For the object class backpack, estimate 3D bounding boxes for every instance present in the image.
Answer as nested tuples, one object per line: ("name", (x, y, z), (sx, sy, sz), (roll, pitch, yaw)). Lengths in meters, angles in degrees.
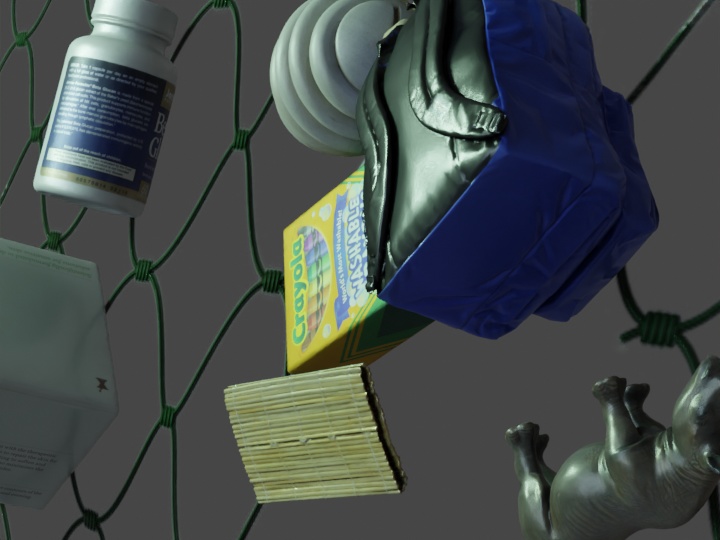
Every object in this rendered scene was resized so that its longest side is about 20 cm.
("backpack", (0.084, -0.075, 1.077), (0.163, 0.167, 0.201), (-46, 37, 33))

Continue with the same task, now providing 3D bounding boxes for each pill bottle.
("pill bottle", (-0.240, -0.160, 1.683), (0.111, 0.111, 0.201), (9, 84, 58))

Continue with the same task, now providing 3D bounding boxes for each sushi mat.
("sushi mat", (-0.038, 0.123, 1.291), (0.200, 0.012, 0.096), (-14, 94, 55))

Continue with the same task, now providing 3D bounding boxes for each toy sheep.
("toy sheep", (-0.001, -0.152, 1.286), (0.200, 0.137, 0.139), (142, 137, -70))

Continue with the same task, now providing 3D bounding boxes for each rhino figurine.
("rhino figurine", (0.157, 0.106, 0.981), (0.200, 0.060, 0.088), (-35, 62, 44))

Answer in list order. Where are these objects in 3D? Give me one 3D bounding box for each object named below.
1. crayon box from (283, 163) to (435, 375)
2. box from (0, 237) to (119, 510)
("crayon box", (0.000, 0.000, 1.288), (0.200, 0.051, 0.126), (-38, 46, 45))
("box", (-0.365, 0.092, 1.682), (0.171, 0.198, 0.201), (-49, 39, 34))
